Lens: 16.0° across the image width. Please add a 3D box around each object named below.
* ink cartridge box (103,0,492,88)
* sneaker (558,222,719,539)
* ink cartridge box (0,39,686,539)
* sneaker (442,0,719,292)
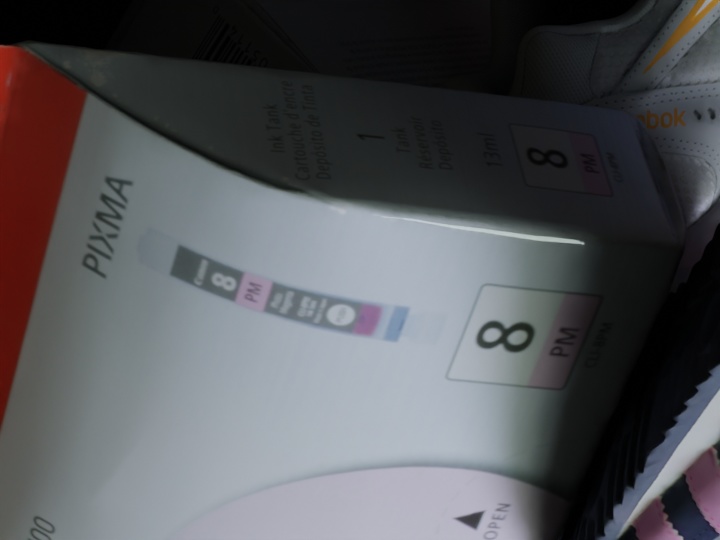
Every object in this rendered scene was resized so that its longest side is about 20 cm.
[{"bbox_3d":[0.000,0.000,0.675,0.200,0.084,0.176,-11,143,-52],"label":"ink cartridge box"},{"bbox_3d":[0.096,0.034,0.521,0.200,0.082,0.070,118,-8,-63],"label":"sneaker"},{"bbox_3d":[-0.052,0.030,0.537,0.199,0.057,0.163,3,132,-19],"label":"ink cartridge box"},{"bbox_3d":[0.076,-0.096,0.586,0.092,0.200,0.076,34,147,-30],"label":"sneaker"}]
